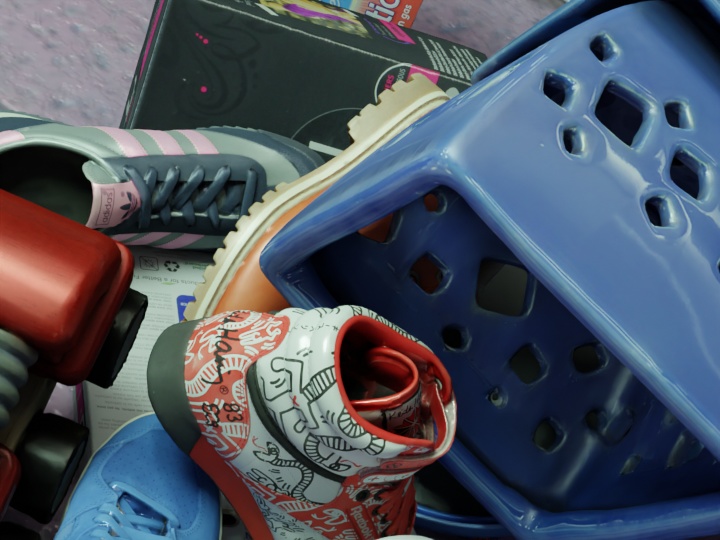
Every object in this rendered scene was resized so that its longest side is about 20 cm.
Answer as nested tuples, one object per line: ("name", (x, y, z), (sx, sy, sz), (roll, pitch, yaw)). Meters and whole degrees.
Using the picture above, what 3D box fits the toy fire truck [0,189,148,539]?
("toy fire truck", (-0.172, 0.041, 0.663), (0.128, 0.200, 0.177), (24, 76, -1))

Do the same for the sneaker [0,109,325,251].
("sneaker", (-0.109, -0.037, 0.861), (0.199, 0.071, 0.082), (2, 17, -9))

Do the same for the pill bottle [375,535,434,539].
("pill bottle", (0.036, 0.217, 0.680), (0.112, 0.112, 0.200), (-7, 49, -34))

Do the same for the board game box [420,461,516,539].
("board game box", (0.093, 0.070, 0.943), (0.120, 0.032, 0.200), (40, 42, 24))

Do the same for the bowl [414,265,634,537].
("bowl", (0.062, 0.041, 0.868), (0.199, 0.039, 0.202), (-2, 63, 4))

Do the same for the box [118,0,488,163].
("box", (-0.029, -0.083, 0.954), (0.199, 0.123, 0.106), (15, 18, -12))

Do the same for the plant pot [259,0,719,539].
("plant pot", (0.106, -0.013, 0.734), (0.200, 0.200, 0.180), (46, 65, -8))

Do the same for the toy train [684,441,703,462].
("toy train", (0.222, 0.085, 0.936), (0.199, 0.087, 0.115), (1, 77, -36))

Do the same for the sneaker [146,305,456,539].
("sneaker", (0.003, 0.090, 0.738), (0.202, 0.108, 0.067), (53, 42, -35))

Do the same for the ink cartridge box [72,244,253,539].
("ink cartridge box", (-0.093, 0.066, 0.842), (0.094, 0.037, 0.200), (7, 40, -20))

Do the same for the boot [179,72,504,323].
("boot", (0.000, 0.000, 0.834), (0.107, 0.075, 0.200), (43, 74, 16))

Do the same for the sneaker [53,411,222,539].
("sneaker", (-0.094, 0.126, 0.682), (0.076, 0.111, 0.200), (27, 52, -5))

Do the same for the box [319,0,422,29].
("box", (-0.007, -0.186, 1.038), (0.094, 0.200, 0.103), (21, 39, -6))
